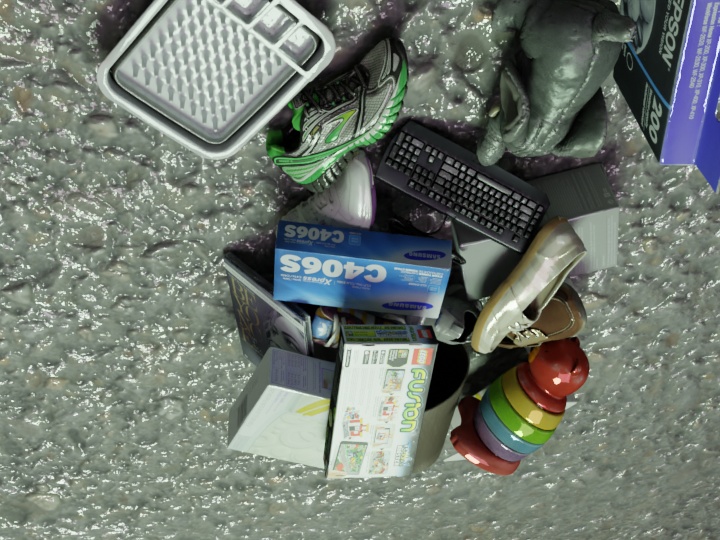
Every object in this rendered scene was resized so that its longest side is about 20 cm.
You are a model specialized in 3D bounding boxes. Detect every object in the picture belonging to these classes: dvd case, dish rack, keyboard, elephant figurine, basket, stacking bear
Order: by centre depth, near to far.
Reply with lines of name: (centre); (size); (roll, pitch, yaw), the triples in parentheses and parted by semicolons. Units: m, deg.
dish rack: (-0.141, -0.212, 0.884); (0.199, 0.044, 0.170); (-38, 132, 26)
elephant figurine: (0.184, -0.169, 0.899); (0.139, 0.155, 0.204); (19, 115, 16)
keyboard: (0.105, -0.071, 1.030); (0.197, 0.021, 0.129); (26, 104, -8)
dvd case: (-0.110, 0.085, 1.149); (0.016, 0.148, 0.202); (-37, 146, -28)
stacking bear: (0.225, 0.170, 1.217); (0.113, 0.122, 0.201); (35, 119, -2)
basket: (0.066, 0.196, 1.307); (0.177, 0.137, 0.202); (-19, 143, -12)

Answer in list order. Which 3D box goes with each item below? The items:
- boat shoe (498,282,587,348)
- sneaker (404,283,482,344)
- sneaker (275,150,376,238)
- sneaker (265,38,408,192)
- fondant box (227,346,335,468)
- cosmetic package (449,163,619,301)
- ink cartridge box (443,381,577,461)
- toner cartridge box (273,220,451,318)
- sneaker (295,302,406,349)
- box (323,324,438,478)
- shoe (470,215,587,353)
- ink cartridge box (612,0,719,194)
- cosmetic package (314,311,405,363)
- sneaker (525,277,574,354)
boat shoe: (0.216, 0.067, 1.160); (0.071, 0.077, 0.200); (-27, 178, -21)
sneaker: (0.123, 0.068, 1.161); (0.076, 0.081, 0.199); (-64, 158, 12)
sneaker: (-0.042, -0.055, 1.050); (0.097, 0.076, 0.202); (6, 136, -19)
sneaker: (-0.024, -0.162, 0.937); (0.084, 0.079, 0.200); (24, 128, -32)
fondant box: (-0.049, 0.180, 1.128); (0.196, 0.059, 0.145); (16, 134, -21)
cosmetic package: (0.210, -0.045, 1.111); (0.195, 0.091, 0.108); (-10, 138, 3)
ink cartridge box: (0.213, 0.216, 1.377); (0.199, 0.068, 0.116); (-39, 151, 32)
toner cartridge box: (0.000, 0.000, 1.034); (0.195, 0.044, 0.096); (6, 142, -2)
sneaker: (-0.014, 0.078, 1.097); (0.089, 0.198, 0.076); (-4, 117, -52)
box: (0.020, 0.155, 1.050); (0.107, 0.035, 0.204); (1, 123, -12)
shoe: (0.193, 0.030, 1.062); (0.069, 0.053, 0.202); (-16, 143, -50)
ink cartridge box: (0.300, -0.207, 0.867); (0.042, 0.203, 0.200); (-12, 138, -3)
cosmetic package: (-0.017, 0.089, 1.207); (0.050, 0.084, 0.200); (23, 128, -32)
sneaker: (0.261, 0.080, 1.259); (0.075, 0.082, 0.202); (-14, 143, -2)
